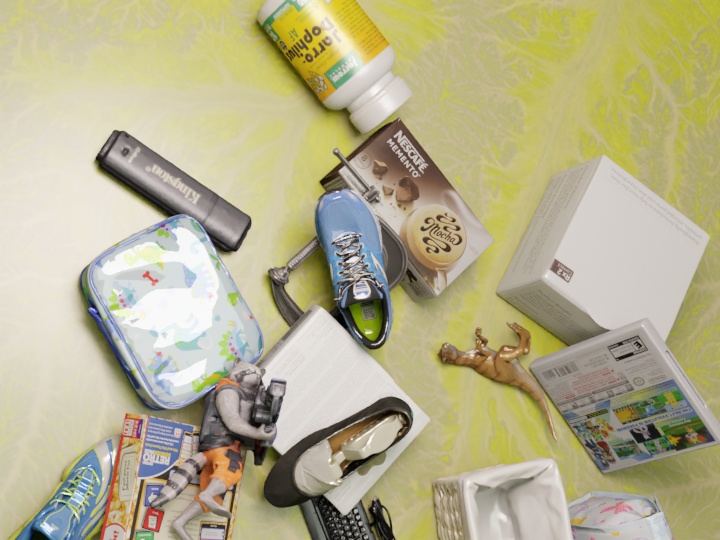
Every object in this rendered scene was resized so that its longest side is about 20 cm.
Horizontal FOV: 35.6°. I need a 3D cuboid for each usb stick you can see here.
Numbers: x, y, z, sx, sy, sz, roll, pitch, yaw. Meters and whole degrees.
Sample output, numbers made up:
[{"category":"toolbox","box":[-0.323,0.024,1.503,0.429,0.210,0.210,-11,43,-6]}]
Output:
[{"category":"usb stick","box":[-0.219,-0.093,1.332,0.199,0.033,0.056,35,72,-14]}]

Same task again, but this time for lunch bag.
[{"category":"lunch bag","box":[0.339,0.373,1.398,0.126,0.200,0.171,-21,89,-23]},{"category":"lunch bag","box":[-0.219,0.050,1.284,0.160,0.082,0.201,-31,94,-24]}]

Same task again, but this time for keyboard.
[{"category":"keyboard","box":[-0.003,0.320,1.354,0.103,0.040,0.202,-22,92,-23]}]

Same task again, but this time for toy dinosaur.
[{"category":"toy dinosaur","box":[0.193,0.126,1.463,0.199,0.060,0.107,28,97,-11]}]

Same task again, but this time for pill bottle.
[{"category":"pill bottle","box":[-0.028,-0.273,1.393,0.113,0.113,0.200,-42,99,-22]}]

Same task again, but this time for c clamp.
[{"category":"c clamp","box":[-0.035,-0.019,1.359,0.171,0.027,0.200,42,98,-14]}]

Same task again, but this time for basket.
[{"category":"basket","box":[0.175,0.340,1.378,0.134,0.123,0.202,-8,84,-22]}]

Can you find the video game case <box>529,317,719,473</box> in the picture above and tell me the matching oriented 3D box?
[{"category":"video game case","box":[0.337,0.165,1.431,0.183,0.199,0.022,54,48,-6]}]

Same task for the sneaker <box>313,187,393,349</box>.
[{"category":"sneaker","box":[0.000,0.000,1.307,0.078,0.089,0.202,-18,106,-1]}]

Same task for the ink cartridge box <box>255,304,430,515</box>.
[{"category":"ink cartridge box","box":[-0.038,0.166,1.349,0.162,0.050,0.200,-47,106,-10]}]

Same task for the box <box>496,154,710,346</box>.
[{"category":"box","box":[0.321,-0.008,1.485,0.198,0.131,0.201,34,71,-14]}]

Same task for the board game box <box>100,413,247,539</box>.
[{"category":"board game box","box":[-0.208,0.271,1.244,0.151,0.046,0.202,22,73,-43]}]

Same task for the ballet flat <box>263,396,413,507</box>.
[{"category":"ballet flat","box":[-0.023,0.209,1.293,0.199,0.068,0.068,-34,102,-13]}]

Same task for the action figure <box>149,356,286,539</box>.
[{"category":"action figure","box":[-0.142,0.174,1.194,0.104,0.201,0.195,18,53,-2]}]

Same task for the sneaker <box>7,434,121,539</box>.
[{"category":"sneaker","box":[-0.305,0.261,1.204,0.076,0.105,0.200,41,70,-9]}]

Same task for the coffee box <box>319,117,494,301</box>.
[{"category":"coffee box","box":[0.058,-0.075,1.415,0.113,0.080,0.200,-41,98,-19]}]
